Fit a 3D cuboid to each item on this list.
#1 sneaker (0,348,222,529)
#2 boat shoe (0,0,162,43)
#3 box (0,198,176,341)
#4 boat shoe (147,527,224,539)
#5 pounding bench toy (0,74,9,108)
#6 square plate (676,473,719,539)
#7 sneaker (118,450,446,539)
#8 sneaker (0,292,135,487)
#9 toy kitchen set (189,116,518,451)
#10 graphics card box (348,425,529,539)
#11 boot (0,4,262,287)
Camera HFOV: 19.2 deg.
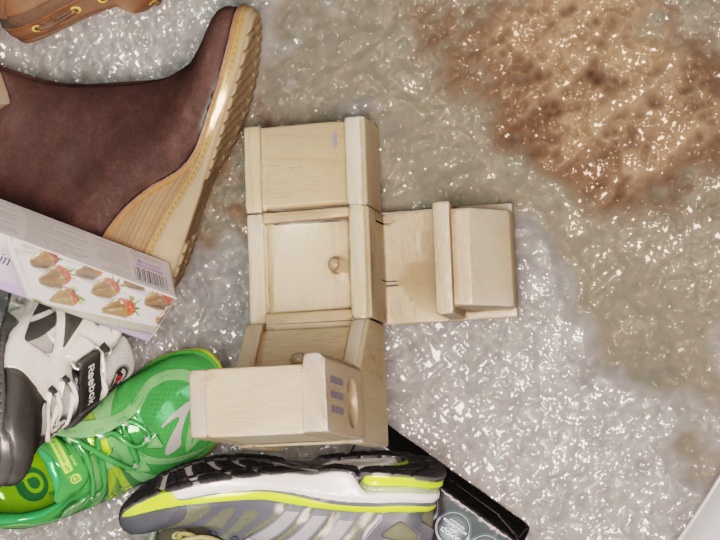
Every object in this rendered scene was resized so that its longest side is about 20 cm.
[{"bbox_3d":[-0.168,0.119,1.368,0.199,0.084,0.074,-30,91,14],"label":"sneaker"},{"bbox_3d":[-0.142,-0.200,1.331,0.199,0.072,0.068,-19,127,6],"label":"boat shoe"},{"bbox_3d":[-0.207,-0.012,1.288,0.199,0.042,0.039,21,118,-27],"label":"box"},{"bbox_3d":[-0.102,0.200,1.321,0.072,0.203,0.060,13,145,-5],"label":"boat shoe"},{"bbox_3d":[-0.303,-0.101,1.311,0.155,0.124,0.201,-27,79,24],"label":"pounding bench toy"},{"bbox_3d":[0.300,0.181,1.309,0.197,0.028,0.201,32,103,6],"label":"square plate"},{"bbox_3d":[-0.047,0.156,1.288,0.199,0.074,0.082,0,96,-1],"label":"sneaker"},{"bbox_3d":[-0.183,0.059,1.311,0.088,0.201,0.074,12,127,-8],"label":"sneaker"},{"bbox_3d":[0.000,0.000,1.251,0.162,0.180,0.201,-4,82,12],"label":"toy kitchen set"},{"bbox_3d":[0.003,0.211,1.364,0.125,0.051,0.200,36,102,5],"label":"graphics card box"},{"bbox_3d":[-0.163,-0.098,1.340,0.166,0.072,0.201,24,106,5],"label":"boot"}]
